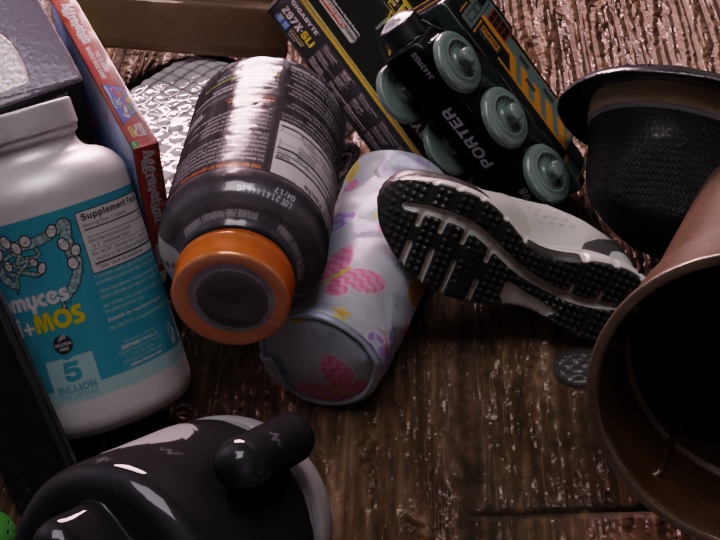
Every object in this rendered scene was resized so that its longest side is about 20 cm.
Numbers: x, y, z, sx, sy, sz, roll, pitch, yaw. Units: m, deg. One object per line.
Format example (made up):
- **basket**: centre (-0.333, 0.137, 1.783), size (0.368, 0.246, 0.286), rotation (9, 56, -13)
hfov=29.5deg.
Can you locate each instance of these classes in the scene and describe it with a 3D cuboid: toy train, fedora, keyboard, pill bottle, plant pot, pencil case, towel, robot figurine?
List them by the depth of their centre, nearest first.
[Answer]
- **robot figurine**: centre (-0.097, 0.143, 0.703), size (0.150, 0.125, 0.200), rotation (-4, 5, 27)
- **plant pot**: centre (0.250, 0.028, 0.798), size (0.200, 0.201, 0.198), rotation (9, 34, 18)
- **keyboard**: centre (-0.237, 0.055, 0.841), size (0.127, 0.200, 0.021), rotation (-25, -1, 44)
- **pill bottle**: centre (-0.185, -0.003, 0.858), size (0.110, 0.201, 0.111), rotation (-16, 9, 3)
- **pill bottle**: centre (-0.069, -0.043, 0.867), size (0.106, 0.106, 0.200), rotation (-1, 38, 6)
- **pencil case**: centre (0.000, 0.000, 0.939), size (0.090, 0.083, 0.200), rotation (4, 40, 18)
- **fedora**: centre (0.225, -0.062, 0.947), size (0.200, 0.201, 0.092), rotation (11, 73, 20)
- **toy train**: centre (0.094, -0.120, 1.003), size (0.085, 0.200, 0.114), rotation (-25, 23, 43)
- **towel**: centre (-0.119, -0.075, 1.049), size (0.165, 0.086, 0.200), rotation (23, 47, 27)
- **plant pot**: centre (-0.158, -0.273, 1.168), size (0.200, 0.175, 0.200), rotation (3, 8, 0)

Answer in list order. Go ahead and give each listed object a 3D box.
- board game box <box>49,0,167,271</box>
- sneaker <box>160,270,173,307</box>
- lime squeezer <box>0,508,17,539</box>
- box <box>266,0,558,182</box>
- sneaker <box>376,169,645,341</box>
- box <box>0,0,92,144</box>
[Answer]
- **board game box**: centre (-0.170, -0.098, 0.935), size (0.019, 0.103, 0.200), rotation (-17, 44, -17)
- **sneaker**: centre (-0.229, 0.007, 0.955), size (0.199, 0.088, 0.074), rotation (-3, 39, 3)
- **lime squeezer**: centre (-0.245, 0.160, 0.819), size (0.071, 0.038, 0.200), rotation (-50, 50, -2)
- **box**: centre (0.046, -0.166, 1.067), size (0.160, 0.200, 0.049), rotation (-41, 7, -38)
- **sneaker**: centre (0.099, -0.016, 0.924), size (0.200, 0.074, 0.080), rotation (24, 25, -15)
- **box**: centre (-0.284, -0.147, 0.951), size (0.132, 0.115, 0.200), rotation (-22, 61, -18)
